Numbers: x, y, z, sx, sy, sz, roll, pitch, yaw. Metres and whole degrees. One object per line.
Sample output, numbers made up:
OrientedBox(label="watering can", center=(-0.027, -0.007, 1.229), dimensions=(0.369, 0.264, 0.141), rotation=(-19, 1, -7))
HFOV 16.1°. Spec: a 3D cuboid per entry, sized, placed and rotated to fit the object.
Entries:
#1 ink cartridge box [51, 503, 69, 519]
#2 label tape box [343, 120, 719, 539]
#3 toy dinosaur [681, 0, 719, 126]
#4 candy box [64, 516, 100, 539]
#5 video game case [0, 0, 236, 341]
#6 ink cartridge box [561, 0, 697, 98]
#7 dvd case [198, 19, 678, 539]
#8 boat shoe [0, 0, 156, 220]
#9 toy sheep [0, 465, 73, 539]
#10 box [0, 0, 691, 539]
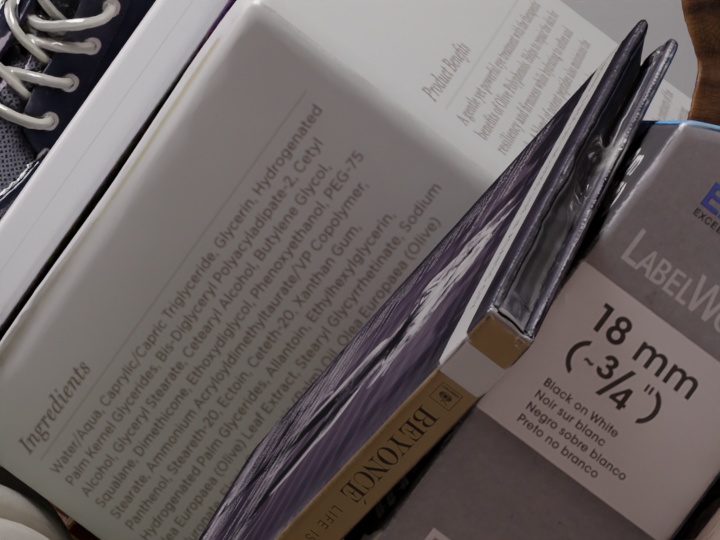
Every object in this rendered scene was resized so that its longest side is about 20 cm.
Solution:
OrientedBox(label="ink cartridge box", center=(-0.060, 0.047, 1.061), dimensions=(0.165, 0.200, 0.075), rotation=(-54, 2, -8))
OrientedBox(label="label tape box", center=(0.077, 0.005, 0.661), dimensions=(0.200, 0.063, 0.144), rotation=(-53, 3, 2))
OrientedBox(label="toy dinosaur", center=(0.115, -0.105, 0.750), dimensions=(0.060, 0.106, 0.201), rotation=(130, 134, -80))
OrientedBox(label="candy box", center=(-0.093, 0.161, 1.035), dimensions=(0.057, 0.117, 0.200), rotation=(-54, 3, -22))
OrientedBox(label="video game case", center=(-0.105, -0.023, 0.933), dimensions=(0.200, 0.024, 0.182), rotation=(-56, 0, -9))
OrientedBox(label="ink cartridge box", center=(0.063, -0.071, 1.103), dimensions=(0.146, 0.086, 0.200), rotation=(-21, -2, -10))
OrientedBox(label="dvd case", center=(0.003, 0.035, 0.659), dimensions=(0.200, 0.016, 0.149), rotation=(-49, 5, 36))
OrientedBox(label="boat shoe", center=(-0.127, -0.080, 0.970), dimensions=(0.200, 0.075, 0.093), rotation=(-56, -7, -35))
OrientedBox(label="toy sheep", center=(-0.151, 0.126, 0.864), dimensions=(0.138, 0.138, 0.200), rotation=(-53, 33, -8))
OrientedBox(label="box", center=(0.000, 0.000, 0.898), dimensions=(0.200, 0.171, 0.199), rotation=(-52, 2, 24))
